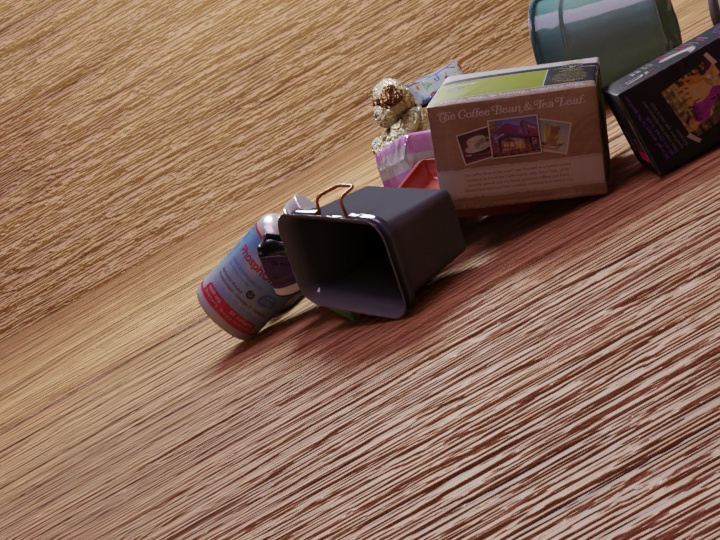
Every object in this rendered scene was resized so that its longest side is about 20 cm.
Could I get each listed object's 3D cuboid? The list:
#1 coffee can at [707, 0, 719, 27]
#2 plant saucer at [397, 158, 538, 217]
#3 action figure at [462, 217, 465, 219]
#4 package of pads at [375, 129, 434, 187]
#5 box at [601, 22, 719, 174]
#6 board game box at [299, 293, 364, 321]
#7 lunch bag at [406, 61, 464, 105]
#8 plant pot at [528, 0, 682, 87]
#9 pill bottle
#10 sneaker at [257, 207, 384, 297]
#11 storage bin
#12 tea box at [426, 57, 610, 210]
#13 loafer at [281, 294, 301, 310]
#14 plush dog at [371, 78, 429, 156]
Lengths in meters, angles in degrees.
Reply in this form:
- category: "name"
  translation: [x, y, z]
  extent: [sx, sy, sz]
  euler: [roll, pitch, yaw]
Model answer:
- category: "coffee can"
  translation: [0.553, -0.350, 1.569]
  extent: [0.146, 0.147, 0.200]
  euler: [-36, 12, -32]
- category: "plant saucer"
  translation: [0.155, -0.110, 1.668]
  extent: [0.199, 0.037, 0.200]
  euler: [-3, 20, 17]
- category: "action figure"
  translation: [0.113, -0.086, 1.774]
  extent: [0.118, 0.055, 0.200]
  euler: [-21, 9, 30]
- category: "package of pads"
  translation: [0.136, -0.174, 1.916]
  extent: [0.199, 0.076, 0.120]
  euler: [-11, -1, -22]
- category: "box"
  translation: [0.389, -0.205, 1.433]
  extent: [0.199, 0.106, 0.122]
  euler: [-29, 8, 8]
- category: "board game box"
  translation: [0.000, 0.000, 1.642]
  extent: [0.134, 0.029, 0.200]
  euler: [-32, 22, -17]
- category: "lunch bag"
  translation: [0.209, -0.525, 3.605]
  extent: [0.160, 0.076, 0.200]
  euler: [-31, 9, -19]
- category: "plant pot"
  translation: [0.393, -0.361, 2.004]
  extent: [0.195, 0.201, 0.200]
  euler: [-15, 16, 26]
- category: "pill bottle"
  translation: [-0.127, -0.007, 1.765]
  extent: [0.200, 0.109, 0.109]
  euler: [-46, 6, 14]
- category: "sneaker"
  translation: [-0.036, -0.048, 1.632]
  extent: [0.199, 0.088, 0.076]
  euler: [-28, 21, -5]
- category: "storage bin"
  translation: [0.017, -0.044, 1.507]
  extent: [0.134, 0.146, 0.200]
  euler: [-33, 24, -33]
- category: "tea box"
  translation: [0.198, -0.169, 1.551]
  extent: [0.199, 0.134, 0.197]
  euler: [-5, 17, 15]
- category: "loafer"
  translation: [-0.104, 0.002, 1.926]
  extent: [0.072, 0.063, 0.200]
  euler: [-25, 11, 22]
- category: "plush dog"
  translation: [0.087, -0.324, 2.673]
  extent: [0.160, 0.172, 0.200]
  euler: [-30, 9, -7]
